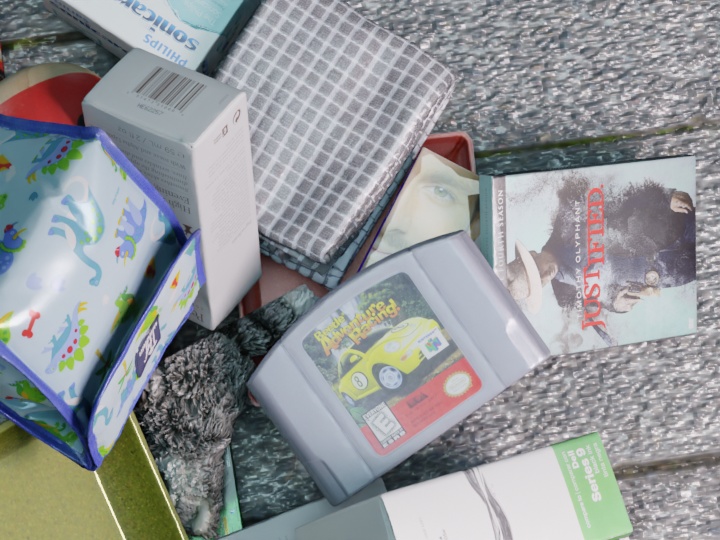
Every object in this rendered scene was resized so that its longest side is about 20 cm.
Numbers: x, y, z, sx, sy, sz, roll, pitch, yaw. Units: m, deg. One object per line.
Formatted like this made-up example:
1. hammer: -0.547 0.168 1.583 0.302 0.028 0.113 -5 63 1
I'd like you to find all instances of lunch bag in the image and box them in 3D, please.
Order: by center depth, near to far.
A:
1. lunch bag: -0.197 0.020 1.457 0.127 0.200 0.170 12 63 36

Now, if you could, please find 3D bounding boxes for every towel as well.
1. towel: -0.041 -0.109 1.640 0.165 0.086 0.200 32 82 4

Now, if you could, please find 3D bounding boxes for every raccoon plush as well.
1. raccoon plush: -0.095 0.114 1.609 0.200 0.097 0.134 -29 89 4

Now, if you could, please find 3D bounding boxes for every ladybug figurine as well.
1. ladybug figurine: -0.225 -0.082 1.563 0.072 0.200 0.136 25 107 22

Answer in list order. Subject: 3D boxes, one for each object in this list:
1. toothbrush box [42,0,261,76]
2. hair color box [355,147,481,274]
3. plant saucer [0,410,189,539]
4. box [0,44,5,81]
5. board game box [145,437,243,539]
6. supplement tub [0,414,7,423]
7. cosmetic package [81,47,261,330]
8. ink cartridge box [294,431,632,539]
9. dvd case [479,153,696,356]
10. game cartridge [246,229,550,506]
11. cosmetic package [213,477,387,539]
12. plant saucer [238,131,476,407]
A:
1. toothbrush box: -0.141 -0.258 1.694 0.146 0.085 0.200 32 81 2
2. hair color box: 0.048 0.020 1.635 0.109 0.065 0.200 27 80 1
3. plant saucer: -0.218 0.197 1.514 0.200 0.048 0.200 -30 100 -47
4. box: -0.319 -0.229 1.625 0.040 0.200 0.137 -9 81 3
5. board game box: -0.145 0.183 1.660 0.104 0.023 0.201 -8 81 -5
6. supplement tub: -0.261 0.076 1.603 0.122 0.123 0.201 11 103 0
7. cosmetic package: -0.136 -0.057 1.562 0.101 0.200 0.074 24 52 22
8. ink cartridge box: 0.074 0.193 1.566 0.199 0.146 0.084 -12 79 -32
9. dvd case: 0.177 -0.010 1.636 0.199 0.022 0.147 -6 100 -31
10. game cartridge: 0.022 0.065 1.569 0.200 0.041 0.133 -36 89 5
11. cosmetic package: -0.022 0.278 1.623 0.150 0.052 0.201 -18 82 -19
12. plant saucer: 0.000 0.000 1.685 0.199 0.037 0.201 -6 83 -3
